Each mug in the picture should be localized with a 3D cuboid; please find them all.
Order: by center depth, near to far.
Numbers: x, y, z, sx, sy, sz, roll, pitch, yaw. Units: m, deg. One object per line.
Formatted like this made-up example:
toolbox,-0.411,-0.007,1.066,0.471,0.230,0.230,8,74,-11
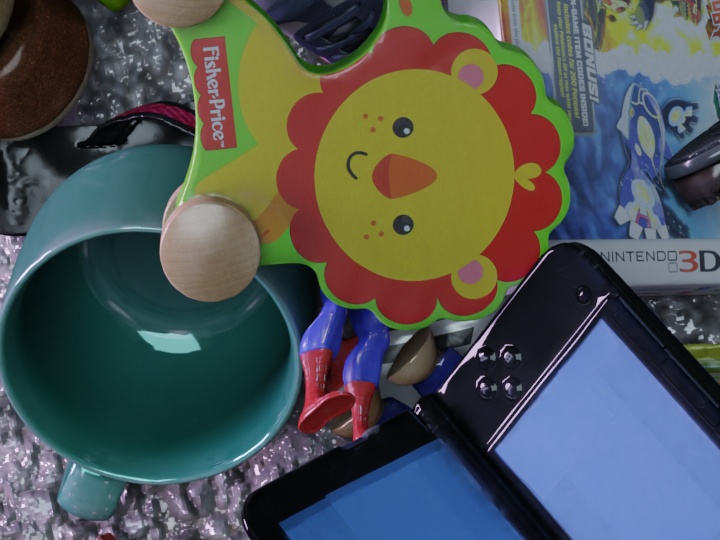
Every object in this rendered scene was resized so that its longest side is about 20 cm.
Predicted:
mug,-0.110,0.021,1.420,0.185,0.114,0.152,-30,115,22

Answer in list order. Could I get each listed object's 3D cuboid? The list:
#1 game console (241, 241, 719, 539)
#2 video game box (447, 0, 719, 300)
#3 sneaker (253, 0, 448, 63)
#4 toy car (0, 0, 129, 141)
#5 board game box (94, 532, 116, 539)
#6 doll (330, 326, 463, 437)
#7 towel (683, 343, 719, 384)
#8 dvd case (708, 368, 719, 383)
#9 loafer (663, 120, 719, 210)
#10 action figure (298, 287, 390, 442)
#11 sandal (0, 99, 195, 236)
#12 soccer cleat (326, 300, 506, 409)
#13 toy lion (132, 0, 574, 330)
game console,0.078,0.111,1.227,0.200,0.118,0.171,49,118,25
video game box,0.130,-0.086,1.392,0.182,0.047,0.200,-1,83,-38
sneaker,0.010,-0.119,1.386,0.070,0.200,0.082,-27,82,23
toy car,-0.227,-0.148,1.410,0.158,0.200,0.164,38,90,20
board game box,-0.167,0.238,1.446,0.200,0.019,0.103,-44,80,12
doll,0.077,0.123,1.413,0.200,0.048,0.136,43,108,-9
towel,0.194,0.135,1.408,0.086,0.018,0.200,-5,85,7
dvd case,0.225,0.136,1.424,0.146,0.022,0.200,-30,83,3
loafer,0.237,-0.070,1.386,0.200,0.072,0.063,-30,97,-30
action figure,0.000,0.000,1.378,0.052,0.065,0.200,-34,39,30
sandal,-0.111,-0.053,1.471,0.200,0.045,0.075,-8,83,6
soccer cleat,0.065,0.008,1.437,0.085,0.069,0.200,44,94,0
toy lion,-0.001,-0.070,1.283,0.191,0.069,0.200,-7,103,-1
